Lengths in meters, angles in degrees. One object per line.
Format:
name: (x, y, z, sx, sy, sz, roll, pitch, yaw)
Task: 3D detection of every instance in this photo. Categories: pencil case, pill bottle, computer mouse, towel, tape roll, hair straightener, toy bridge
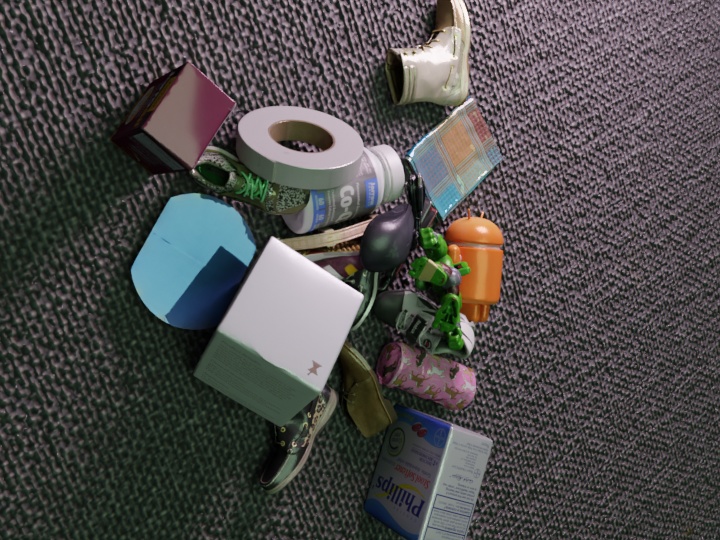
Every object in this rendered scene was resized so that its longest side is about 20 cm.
pencil case: (0.120, 0.193, 1.389, 0.197, 0.082, 0.089, 24, 63, -31)
pill bottle: (-0.032, -0.139, 1.252, 0.196, 0.113, 0.117, -18, 103, -28)
computer mouse: (0.065, -0.062, 1.229, 0.200, 0.052, 0.142, -41, 137, -51)
towel: (0.177, -0.210, 1.429, 0.200, 0.022, 0.148, -43, 114, -22)
tape roll: (-0.093, -0.191, 1.168, 0.198, 0.204, 0.038, -10, 132, -30)
hair straightener: (0.067, -0.048, 1.354, 0.202, 0.040, 0.077, -55, 149, -10)
toy bridge: (-0.055, -0.056, 1.240, 0.195, 0.067, 0.028, -13, 102, -12)

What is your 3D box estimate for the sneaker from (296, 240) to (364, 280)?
sneaker: (-0.061, 0.008, 1.252, 0.194, 0.075, 0.093, -7, 104, -4)

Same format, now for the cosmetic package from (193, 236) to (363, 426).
cosmetic package: (-0.123, 0.097, 1.117, 0.165, 0.200, 0.169, 32, 58, -7)

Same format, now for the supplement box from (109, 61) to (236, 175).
supplement box: (-0.263, -0.204, 1.053, 0.085, 0.198, 0.112, 38, 75, -26)

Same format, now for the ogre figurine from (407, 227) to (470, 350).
ogre figurine: (0.138, 0.020, 1.282, 0.097, 0.120, 0.202, -33, 97, 18)

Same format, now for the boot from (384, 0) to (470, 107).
boot: (0.117, -0.395, 1.351, 0.151, 0.072, 0.206, -6, 97, -28)

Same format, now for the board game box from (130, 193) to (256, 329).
board game box: (-0.258, -0.015, 1.168, 0.156, 0.039, 0.204, 32, 75, -23)

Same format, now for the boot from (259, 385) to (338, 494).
boot: (-0.135, 0.240, 1.239, 0.151, 0.072, 0.202, 47, 67, -27)

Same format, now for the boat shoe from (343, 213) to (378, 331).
boat shoe: (0.000, 0.000, 1.305, 0.060, 0.073, 0.205, 27, 77, -29)

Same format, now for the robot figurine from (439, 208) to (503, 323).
robot figurine: (0.205, -0.009, 1.408, 0.140, 0.116, 0.206, 3, 93, -16)

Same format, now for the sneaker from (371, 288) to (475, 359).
sneaker: (0.111, 0.097, 1.337, 0.195, 0.089, 0.075, 18, 121, -3)

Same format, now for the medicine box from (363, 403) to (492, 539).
medicine box: (0.116, 0.362, 1.339, 0.101, 0.181, 0.205, 22, 82, -29)

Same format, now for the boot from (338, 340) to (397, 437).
boot: (-0.007, 0.204, 1.322, 0.075, 0.073, 0.203, -33, 112, -14)

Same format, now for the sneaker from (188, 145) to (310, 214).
sneaker: (-0.172, -0.126, 1.135, 0.195, 0.089, 0.079, 15, 105, 3)
